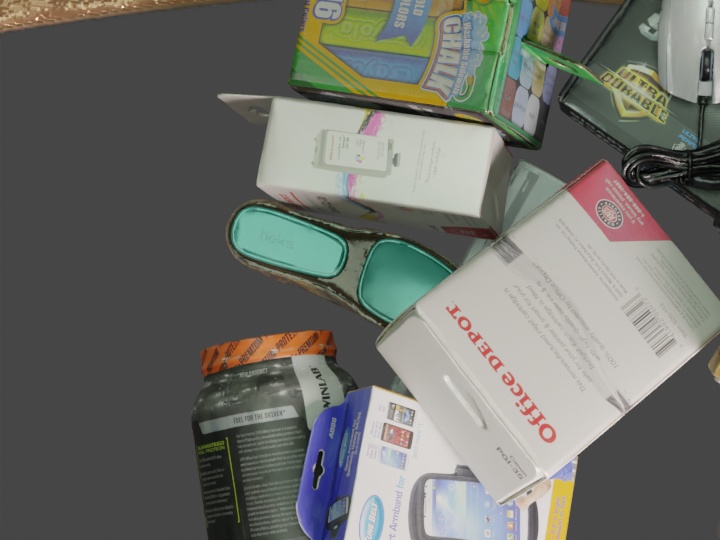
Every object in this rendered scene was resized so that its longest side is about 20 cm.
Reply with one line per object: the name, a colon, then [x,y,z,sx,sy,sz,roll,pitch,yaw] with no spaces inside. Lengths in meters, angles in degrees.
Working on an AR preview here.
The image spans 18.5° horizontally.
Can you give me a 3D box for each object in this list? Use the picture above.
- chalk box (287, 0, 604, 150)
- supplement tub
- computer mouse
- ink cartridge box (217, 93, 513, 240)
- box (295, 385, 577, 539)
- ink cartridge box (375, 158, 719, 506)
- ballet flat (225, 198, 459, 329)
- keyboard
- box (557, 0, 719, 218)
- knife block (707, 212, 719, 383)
chalk box: [0.071,-0.161,1.542,0.199,0.124,0.124,9,85,22]
supplement tub: [-0.051,0.148,1.547,0.122,0.123,0.201,-9,84,6]
computer mouse: [0.239,-0.155,1.537,0.109,0.044,0.201,2,84,8]
ink cartridge box: [0.000,-0.074,1.564,0.199,0.116,0.068,9,84,12]
box: [0.053,0.158,1.511,0.199,0.041,0.120,20,70,-28]
ink cartridge box: [0.131,0.041,1.508,0.200,0.083,0.147,-36,86,-29]
ballet flat: [0.000,0.000,1.584,0.199,0.067,0.068,25,85,7]
keyboard: [0.091,0.019,1.602,0.056,0.011,0.201,30,88,4]
box: [0.265,-0.126,1.577,0.200,0.046,0.159,36,89,9]
knife block: [0.315,0.018,1.464,0.200,0.064,0.176,32,97,4]
